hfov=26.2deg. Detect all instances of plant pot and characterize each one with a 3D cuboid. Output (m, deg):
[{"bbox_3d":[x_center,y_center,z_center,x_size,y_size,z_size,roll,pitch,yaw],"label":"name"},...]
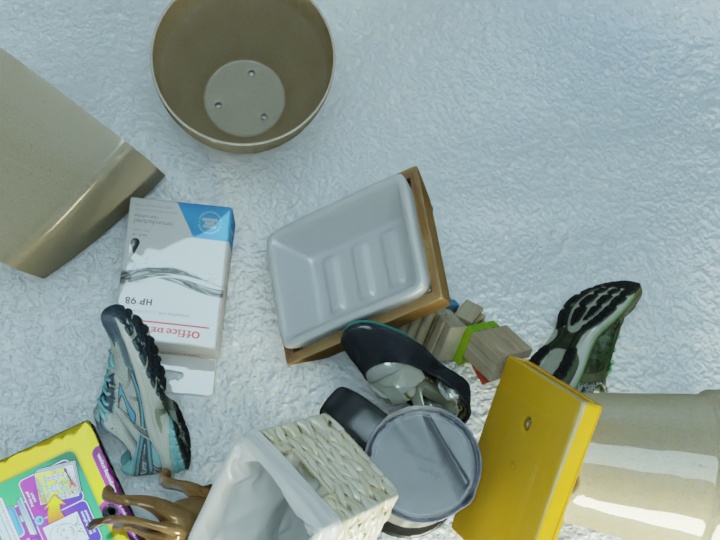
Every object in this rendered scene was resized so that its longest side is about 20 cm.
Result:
[{"bbox_3d":[-0.355,-0.105,1.659,0.200,0.200,0.177,37,87,6],"label":"plant pot"},{"bbox_3d":[0.295,0.203,1.604,0.182,0.200,0.202,9,75,-5],"label":"plant pot"},{"bbox_3d":[-0.130,-0.214,1.721,0.199,0.135,0.201,1,76,-4],"label":"plant pot"}]

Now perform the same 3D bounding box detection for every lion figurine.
[{"bbox_3d":[-0.176,0.250,1.575,0.122,0.200,0.073,17,107,23],"label":"lion figurine"}]

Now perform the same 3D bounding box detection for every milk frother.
[{"bbox_3d":[0.012,0.237,1.589,0.180,0.188,0.201,21,76,3],"label":"milk frother"}]

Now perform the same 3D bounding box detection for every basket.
[{"bbox_3d":[-0.067,0.252,1.498,0.123,0.201,0.136,-15,51,-44],"label":"basket"}]

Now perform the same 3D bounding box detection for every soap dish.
[{"bbox_3d":[0.000,0.000,1.655,0.199,0.081,0.158,-25,61,27],"label":"soap dish"}]

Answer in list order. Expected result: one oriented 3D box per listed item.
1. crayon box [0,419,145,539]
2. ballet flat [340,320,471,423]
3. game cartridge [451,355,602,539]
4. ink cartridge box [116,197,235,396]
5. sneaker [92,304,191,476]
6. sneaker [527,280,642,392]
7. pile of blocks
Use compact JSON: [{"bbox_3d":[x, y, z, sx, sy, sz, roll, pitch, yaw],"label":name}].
[{"bbox_3d":[-0.320,0.285,1.623,0.172,0.058,0.201,-25,80,-8],"label":"crayon box"},{"bbox_3d":[0.054,0.116,1.629,0.073,0.200,0.073,-21,54,31],"label":"ballet flat"},{"bbox_3d":[0.167,0.205,1.589,0.032,0.176,0.201,14,97,-22],"label":"game cartridge"},{"bbox_3d":[-0.204,0.029,1.690,0.115,0.067,0.201,6,76,-2],"label":"ink cartridge box"},{"bbox_3d":[-0.245,0.133,1.623,0.086,0.078,0.201,-16,111,2],"label":"sneaker"},{"bbox_3d":[0.253,0.093,1.714,0.200,0.077,0.089,-48,124,-24],"label":"sneaker"},{"bbox_3d":[0.088,0.067,1.712,0.199,0.082,0.062,29,119,13],"label":"pile of blocks"}]
